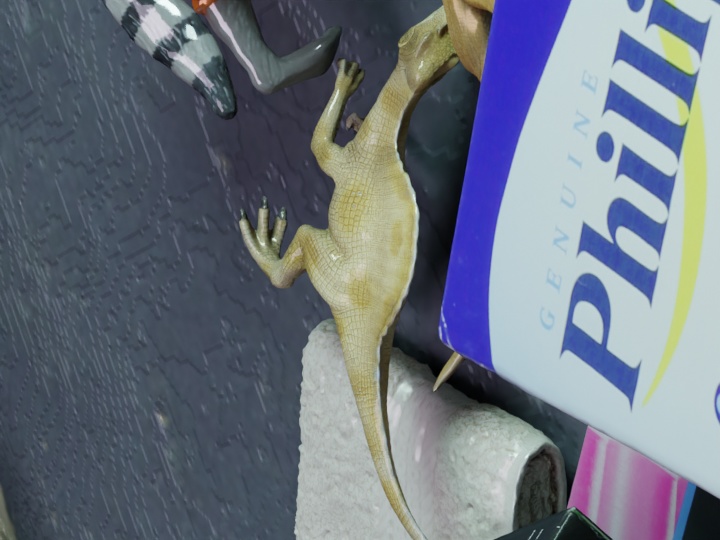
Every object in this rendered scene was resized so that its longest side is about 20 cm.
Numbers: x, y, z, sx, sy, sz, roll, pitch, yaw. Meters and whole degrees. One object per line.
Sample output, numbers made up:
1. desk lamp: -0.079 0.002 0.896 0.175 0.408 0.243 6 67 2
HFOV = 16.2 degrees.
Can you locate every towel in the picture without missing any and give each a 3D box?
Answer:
1. towel: 0.020 0.128 0.954 0.132 0.034 0.201 28 126 44

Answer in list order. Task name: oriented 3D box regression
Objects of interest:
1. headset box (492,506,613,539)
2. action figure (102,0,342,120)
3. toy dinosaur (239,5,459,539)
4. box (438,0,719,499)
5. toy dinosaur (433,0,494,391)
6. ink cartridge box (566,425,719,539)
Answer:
1. headset box: 0.055 0.187 0.821 0.174 0.093 0.200 43 147 -8
2. action figure: -0.102 -0.140 0.832 0.193 0.105 0.200 27 170 13
3. toy dinosaur: 0.000 0.000 0.879 0.101 0.058 0.202 -157 70 -67
4. box: 0.132 -0.034 0.637 0.199 0.104 0.185 27 115 44
5. toy dinosaur: 0.048 -0.074 0.806 0.106 0.060 0.202 -34 66 60
6. ink cartridge box: 0.119 0.045 0.782 0.095 0.037 0.201 41 133 36
